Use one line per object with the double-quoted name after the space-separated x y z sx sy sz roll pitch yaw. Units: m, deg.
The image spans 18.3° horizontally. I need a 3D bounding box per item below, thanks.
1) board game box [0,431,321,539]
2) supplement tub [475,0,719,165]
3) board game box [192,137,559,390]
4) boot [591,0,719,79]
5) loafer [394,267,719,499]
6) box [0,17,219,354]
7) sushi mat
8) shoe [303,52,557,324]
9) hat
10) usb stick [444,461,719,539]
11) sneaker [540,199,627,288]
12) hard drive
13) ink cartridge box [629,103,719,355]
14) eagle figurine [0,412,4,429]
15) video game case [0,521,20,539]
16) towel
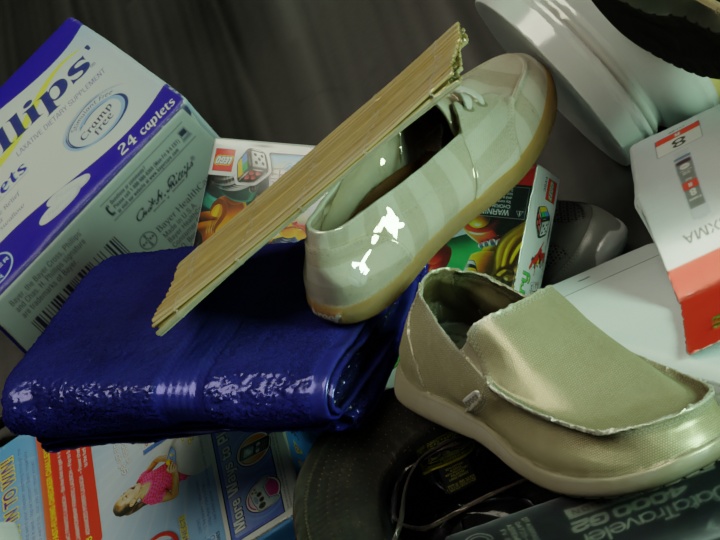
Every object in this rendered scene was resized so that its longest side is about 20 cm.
-0.110 0.132 1.253 0.196 0.056 0.200 -34 37 13 "board game box"
0.175 -0.169 1.212 0.200 0.145 0.145 -43 36 -1 "supplement tub"
0.000 0.000 1.195 0.199 0.035 0.127 6 80 29 "board game box"
0.216 -0.149 1.059 0.200 0.077 0.138 34 84 40 "boot"
0.081 0.046 1.005 0.076 0.068 0.200 -26 26 -34 "loafer"
-0.187 -0.044 1.465 0.184 0.105 0.200 -46 35 -6 "box"
-0.023 -0.045 1.090 0.200 0.012 0.096 -40 11 18 "sushi mat"
0.035 -0.055 1.116 0.070 0.053 0.200 7 43 38 "shoe"
0.066 0.132 1.053 0.200 0.081 0.201 -7 37 6 "hat"
0.131 0.109 0.972 0.199 0.033 0.056 -18 47 -10 "usb stick"
0.055 -0.018 1.226 0.200 0.082 0.075 2 55 45 "sneaker"
0.171 0.030 1.059 0.132 0.027 0.200 -22 22 -35 "hard drive"
0.210 -0.046 1.066 0.162 0.050 0.200 -26 14 13 "ink cartridge box"
-0.311 0.158 1.386 0.199 0.151 0.152 1 93 8 "eagle figurine"
-0.177 0.248 1.137 0.200 0.018 0.143 -115 35 -46 "video game case"
-0.071 0.038 1.145 0.199 0.050 0.148 -3 32 27 "towel"
